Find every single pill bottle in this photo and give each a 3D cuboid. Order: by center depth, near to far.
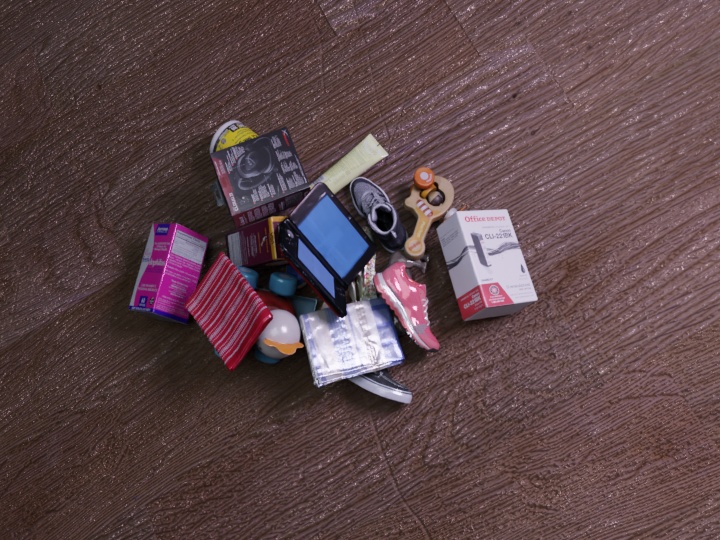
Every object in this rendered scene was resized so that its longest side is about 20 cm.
[{"bbox_3d":[-0.246,-0.249,1.461,0.198,0.113,0.113,37,85,18],"label":"pill bottle"}]

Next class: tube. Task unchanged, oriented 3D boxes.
[{"bbox_3d":[-0.032,-0.228,1.446,0.199,0.052,0.059,-40,104,-3],"label":"tube"}]

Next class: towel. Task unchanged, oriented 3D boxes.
[{"bbox_3d":[-0.264,0.080,1.246,0.146,0.022,0.200,-51,60,11],"label":"towel"},{"bbox_3d":[-0.018,0.139,1.264,0.194,0.024,0.151,-11,71,-20],"label":"towel"}]

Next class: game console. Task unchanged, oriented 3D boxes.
[{"bbox_3d":[-0.058,-0.042,1.243,0.118,0.174,0.201,-36,114,13],"label":"game console"}]

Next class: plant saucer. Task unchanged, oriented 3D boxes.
[{"bbox_3d":[-0.193,0.083,1.414,0.194,0.019,0.072,11,78,14],"label":"plant saucer"}]

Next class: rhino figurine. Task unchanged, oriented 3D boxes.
[{"bbox_3d":[0.083,0.053,1.340,0.085,0.060,0.206,14,86,10],"label":"rhino figurine"}]

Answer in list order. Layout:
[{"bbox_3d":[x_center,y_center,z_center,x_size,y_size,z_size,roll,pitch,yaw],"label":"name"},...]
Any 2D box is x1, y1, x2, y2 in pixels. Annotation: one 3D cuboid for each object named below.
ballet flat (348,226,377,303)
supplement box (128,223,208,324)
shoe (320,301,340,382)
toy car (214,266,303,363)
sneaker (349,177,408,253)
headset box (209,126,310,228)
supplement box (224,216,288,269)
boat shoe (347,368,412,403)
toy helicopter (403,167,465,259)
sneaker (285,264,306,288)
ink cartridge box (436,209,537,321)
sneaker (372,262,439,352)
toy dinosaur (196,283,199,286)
[{"bbox_3d":[0.000,0.000,1.361,0.062,0.075,0.206,3,71,-29],"label":"ballet flat"},{"bbox_3d":[-0.432,0.006,1.428,0.099,0.103,0.206,1,73,38],"label":"supplement box"},{"bbox_3d":[-0.057,0.131,1.323,0.068,0.054,0.204,-19,51,17],"label":"shoe"},{"bbox_3d":[-0.191,0.116,1.271,0.172,0.199,0.190,9,103,-28],"label":"toy car"},{"bbox_3d":[0.035,-0.137,1.370,0.075,0.114,0.202,-34,71,1],"label":"sneaker"},{"bbox_3d":[-0.220,-0.195,1.342,0.195,0.077,0.152,-22,75,-9],"label":"headset box"},{"bbox_3d":[-0.193,-0.054,1.345,0.197,0.108,0.089,-12,84,49],"label":"supplement box"},{"bbox_3d":[0.023,0.209,1.306,0.196,0.072,0.073,23,85,19],"label":"boat shoe"},{"bbox_3d":[0.149,-0.110,1.348,0.129,0.079,0.204,21,68,4],"label":"toy helicopter"},{"bbox_3d":[-0.120,-0.065,1.387,0.075,0.111,0.204,26,83,17],"label":"sneaker"},{"bbox_3d":[0.253,-0.015,1.274,0.141,0.084,0.206,-5,70,-31],"label":"ink cartridge box"},{"bbox_3d":[0.109,0.073,1.271,0.086,0.074,0.202,-37,92,7],"label":"sneaker"},{"bbox_3d":[-0.321,0.069,1.425,0.103,0.077,0.199,-48,40,-4],"label":"toy dinosaur"}]
